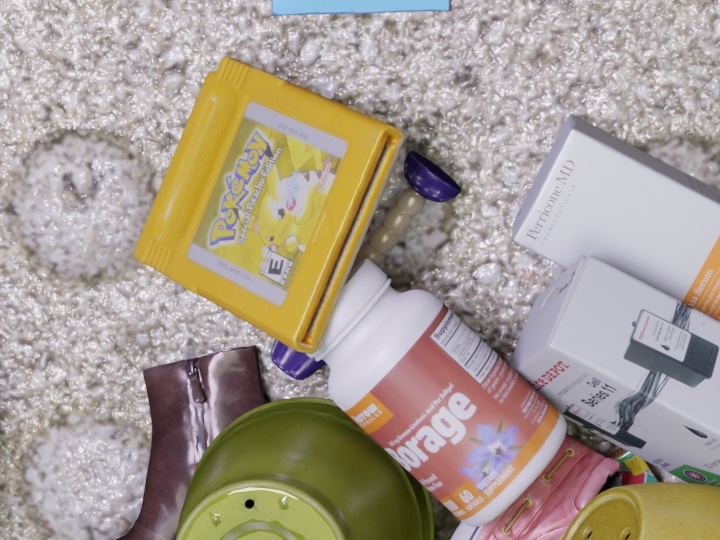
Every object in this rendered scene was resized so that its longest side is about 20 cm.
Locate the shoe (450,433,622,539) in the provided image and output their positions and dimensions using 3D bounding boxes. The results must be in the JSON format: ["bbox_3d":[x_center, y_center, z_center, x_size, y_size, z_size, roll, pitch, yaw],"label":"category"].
[{"bbox_3d":[0.127,0.220,1.489,0.091,0.071,0.201,24,82,29],"label":"shoe"}]

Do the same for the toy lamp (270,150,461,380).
[{"bbox_3d":[0.000,0.000,1.492,0.058,0.058,0.200,38,101,-5],"label":"toy lamp"}]

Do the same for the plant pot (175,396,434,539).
[{"bbox_3d":[-0.054,0.204,1.401,0.199,0.193,0.201,0,93,8],"label":"plant pot"}]

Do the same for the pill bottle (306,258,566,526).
[{"bbox_3d":[0.049,0.089,1.429,0.200,0.112,0.112,43,103,-3],"label":"pill bottle"}]

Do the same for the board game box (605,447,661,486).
[{"bbox_3d":[0.236,0.245,1.547,0.095,0.030,0.200,-32,101,11],"label":"board game box"}]

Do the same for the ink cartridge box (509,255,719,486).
[{"bbox_3d":[0.223,0.083,1.440,0.199,0.147,0.083,28,72,-1],"label":"ink cartridge box"}]

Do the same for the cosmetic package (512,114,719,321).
[{"bbox_3d":[0.226,-0.027,1.459,0.199,0.071,0.102,26,104,-2],"label":"cosmetic package"}]

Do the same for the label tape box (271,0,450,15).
[{"bbox_3d":[-0.005,-0.290,1.418,0.144,0.063,0.201,-1,103,5],"label":"label tape box"}]

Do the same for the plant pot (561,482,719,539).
[{"bbox_3d":[0.228,0.236,1.412,0.142,0.200,0.200,31,104,-22],"label":"plant pot"}]

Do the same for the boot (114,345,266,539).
[{"bbox_3d":[-0.152,0.160,1.547,0.199,0.072,0.167,-17,89,9],"label":"boot"}]

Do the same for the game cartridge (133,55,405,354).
[{"bbox_3d":[-0.074,-0.054,1.423,0.200,0.032,0.177,26,95,40],"label":"game cartridge"}]
